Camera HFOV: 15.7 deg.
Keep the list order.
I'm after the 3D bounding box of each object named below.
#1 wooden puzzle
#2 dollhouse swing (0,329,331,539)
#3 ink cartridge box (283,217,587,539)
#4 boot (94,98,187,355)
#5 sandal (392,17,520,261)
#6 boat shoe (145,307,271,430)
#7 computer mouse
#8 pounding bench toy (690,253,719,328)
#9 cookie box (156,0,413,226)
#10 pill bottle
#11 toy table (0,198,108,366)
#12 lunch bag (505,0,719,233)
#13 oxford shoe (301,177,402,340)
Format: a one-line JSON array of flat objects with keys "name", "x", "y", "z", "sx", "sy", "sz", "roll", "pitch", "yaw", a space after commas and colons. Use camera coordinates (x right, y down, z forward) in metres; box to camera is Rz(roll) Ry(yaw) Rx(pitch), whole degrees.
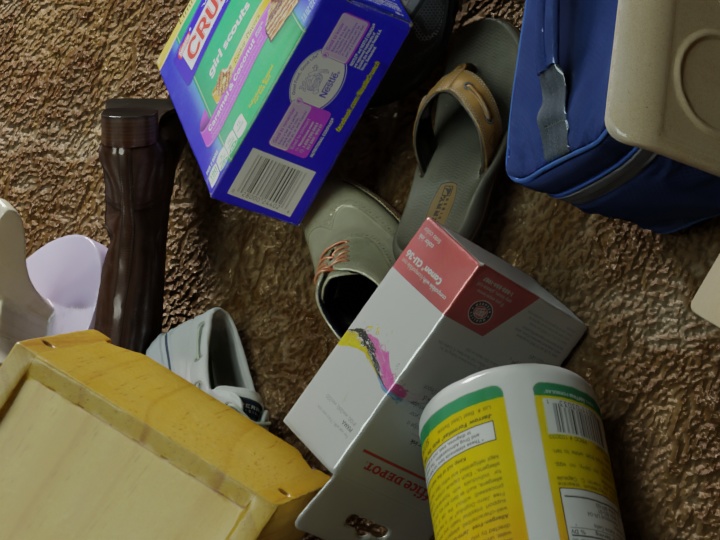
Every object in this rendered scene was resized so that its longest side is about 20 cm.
[{"name": "wooden puzzle", "x": 0.233, "y": -0.129, "z": 1.520, "sx": 0.046, "sy": 0.199, "sz": 0.186, "roll": -30, "pitch": 48, "yaw": 60}, {"name": "dollhouse swing", "x": -0.158, "y": 0.167, "z": 1.674, "sx": 0.200, "sy": 0.182, "sz": 0.176, "roll": 30, "pitch": 100, "yaw": 13}, {"name": "ink cartridge box", "x": 0.035, "y": 0.081, "z": 1.639, "sx": 0.200, "sy": 0.116, "sz": 0.067, "roll": -54, "pitch": 44, "yaw": 7}, {"name": "boot", "x": -0.158, "y": -0.022, "z": 1.902, "sx": 0.064, "sy": 0.186, "sz": 0.201, "roll": 2, "pitch": 100, "yaw": 10}, {"name": "sandal", "x": 0.061, "y": -0.089, "z": 1.731, "sx": 0.081, "sy": 0.055, "sz": 0.201, "roll": 0, "pitch": 58, "yaw": 41}, {"name": "boat shoe", "x": -0.096, "y": 0.104, "z": 1.779, "sx": 0.067, "sy": 0.073, "sz": 0.200, "roll": -40, "pitch": 49, "yaw": 20}, {"name": "computer mouse", "x": 0.046, "y": -0.183, "z": 1.781, "sx": 0.200, "sy": 0.053, "sz": 0.139, "roll": -54, "pitch": 32, "yaw": 36}, {"name": "pounding bench toy", "x": 0.301, "y": -0.022, "z": 1.416, "sx": 0.124, "sy": 0.156, "sz": 0.201, "roll": 33, "pitch": 93, "yaw": 46}, {"name": "cookie box", "x": -0.057, "y": -0.157, "z": 1.819, "sx": 0.172, "sy": 0.075, "sz": 0.200, "roll": -59, "pitch": 28, "yaw": 21}, {"name": "pill bottle", "x": 0.101, "y": 0.166, "z": 1.540, "sx": 0.113, "sy": 0.113, "sz": 0.201, "roll": -29, "pitch": 53, "yaw": 29}, {"name": "toy table", "x": -0.281, "y": 0.047, "z": 1.949, "sx": 0.184, "sy": 0.117, "sz": 0.201, "roll": 27, "pitch": 89, "yaw": 46}, {"name": "lunch bag", "x": 0.168, "y": -0.136, "z": 1.588, "sx": 0.136, "sy": 0.132, "sz": 0.201, "roll": -25, "pitch": 52, "yaw": 55}, {"name": "oxford shoe", "x": 0.000, "y": 0.000, "z": 1.741, "sx": 0.071, "sy": 0.074, "sz": 0.200, "roll": -47, "pitch": 46, "yaw": 16}]
